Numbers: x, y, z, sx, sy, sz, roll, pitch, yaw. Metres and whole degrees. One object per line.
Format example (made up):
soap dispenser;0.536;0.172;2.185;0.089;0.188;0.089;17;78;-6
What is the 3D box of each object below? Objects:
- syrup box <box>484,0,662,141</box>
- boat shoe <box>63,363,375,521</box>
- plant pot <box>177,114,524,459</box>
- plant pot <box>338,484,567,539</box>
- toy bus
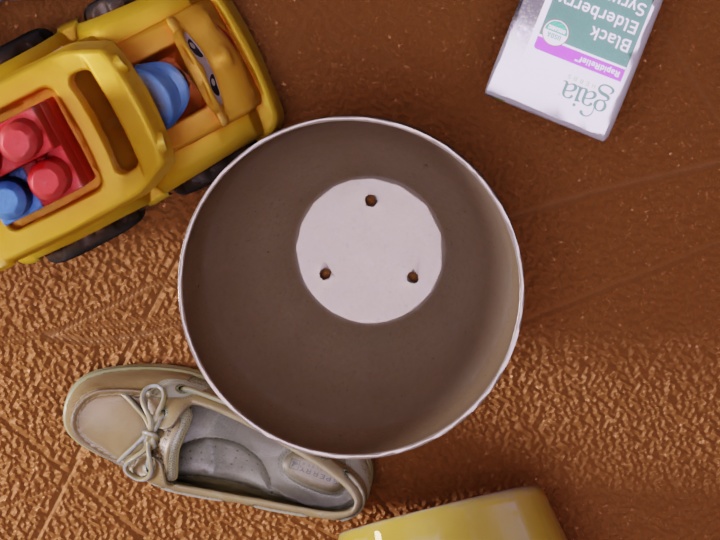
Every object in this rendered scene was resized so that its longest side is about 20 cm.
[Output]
syrup box;0.146;-0.183;1.499;0.079;0.081;0.200;22;101;2
boat shoe;-0.090;0.111;1.586;0.201;0.063;0.073;19;102;2
plant pot;0.000;0.000;1.520;0.200;0.134;0.200;1;100;5
plant pot;0.069;0.235;1.539;0.201;0.201;0.189;-16;82;8
toy bus;-0.160;-0.085;1.493;0.200;0.192;0.136;-26;96;8
